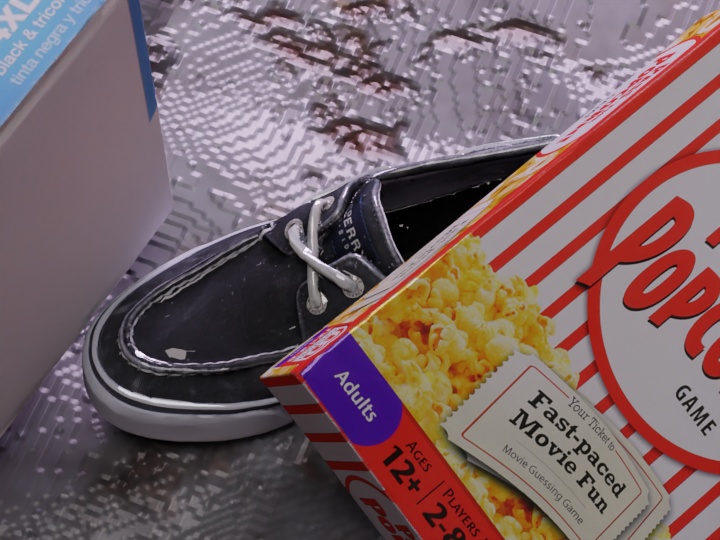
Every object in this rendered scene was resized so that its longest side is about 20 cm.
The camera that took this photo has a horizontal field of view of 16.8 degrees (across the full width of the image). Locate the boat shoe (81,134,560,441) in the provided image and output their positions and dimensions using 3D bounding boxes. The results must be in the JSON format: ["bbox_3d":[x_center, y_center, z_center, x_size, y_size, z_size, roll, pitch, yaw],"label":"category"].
[{"bbox_3d":[0.000,0.000,0.825,0.200,0.068,0.072,-14,64,-6],"label":"boat shoe"}]

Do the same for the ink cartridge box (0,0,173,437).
[{"bbox_3d":[-0.187,-0.049,0.789,0.200,0.147,0.146,29,66,15],"label":"ink cartridge box"}]

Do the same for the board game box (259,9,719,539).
[{"bbox_3d":[0.092,0.031,0.784,0.200,0.046,0.152,-40,98,-16],"label":"board game box"}]
